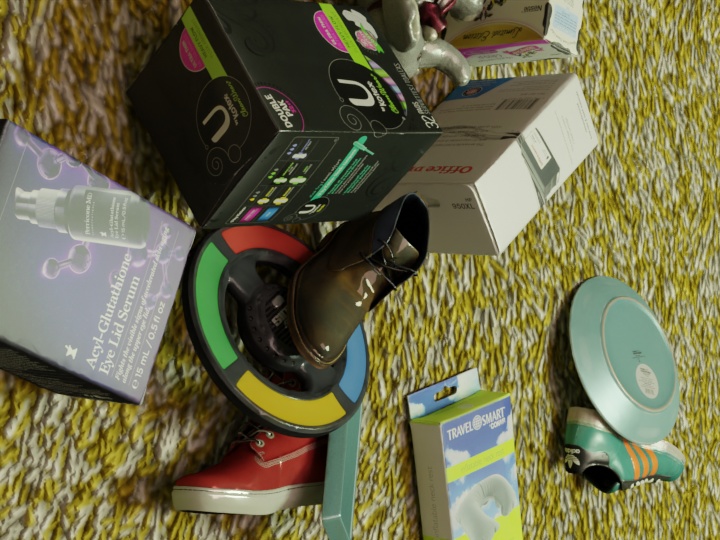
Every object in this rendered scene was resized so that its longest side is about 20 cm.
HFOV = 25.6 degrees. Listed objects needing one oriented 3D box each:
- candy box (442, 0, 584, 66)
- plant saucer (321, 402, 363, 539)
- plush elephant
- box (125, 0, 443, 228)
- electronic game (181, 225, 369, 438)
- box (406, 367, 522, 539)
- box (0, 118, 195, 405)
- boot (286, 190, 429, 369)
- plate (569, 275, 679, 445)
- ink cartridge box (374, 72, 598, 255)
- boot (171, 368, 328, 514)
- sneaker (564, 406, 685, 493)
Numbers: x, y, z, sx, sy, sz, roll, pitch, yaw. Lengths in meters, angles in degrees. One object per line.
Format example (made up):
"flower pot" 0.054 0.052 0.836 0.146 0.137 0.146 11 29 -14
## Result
"candy box" 0.160 -0.312 1.586 0.061 0.136 0.202 16 79 -45
"plant saucer" -0.014 0.148 1.423 0.070 0.019 0.201 73 19 -54
"plush elephant" 0.047 -0.232 1.450 0.198 0.165 0.156 6 71 -20
"box" -0.061 -0.131 1.307 0.199 0.124 0.149 -5 56 -47
"electronic game" -0.070 0.048 1.356 0.199 0.042 0.201 26 47 -32
"box" 0.109 0.211 1.607 0.121 0.047 0.202 -17 104 -47
"box" -0.240 -0.003 1.168 0.199 0.104 0.149 30 69 -45
"boot" 0.000 0.000 1.361 0.075 0.097 0.201 45 31 -17
"plate" 0.308 0.097 1.795 0.199 0.025 0.202 25 53 -38
"ink cartridge box" 0.116 -0.104 1.535 0.200 0.144 0.085 -46 123 -37
"boot" -0.090 0.135 1.368 0.199 0.072 0.146 -1 91 -56
"sneaker" 0.296 0.220 1.806 0.199 0.071 0.081 26 74 -38
